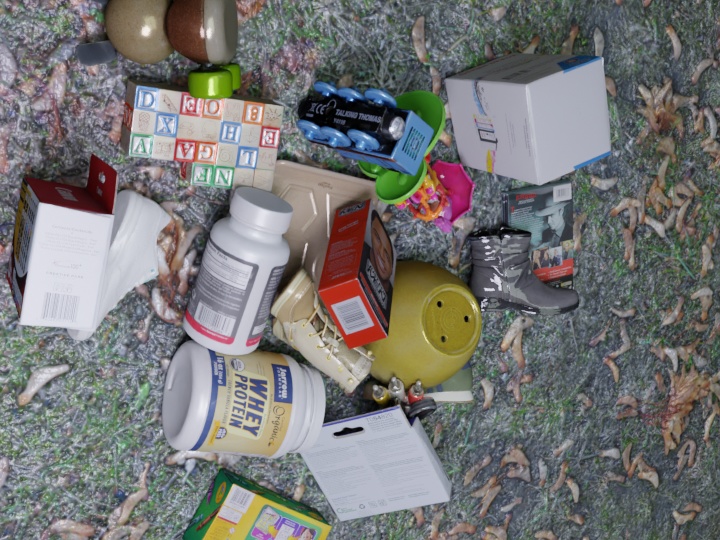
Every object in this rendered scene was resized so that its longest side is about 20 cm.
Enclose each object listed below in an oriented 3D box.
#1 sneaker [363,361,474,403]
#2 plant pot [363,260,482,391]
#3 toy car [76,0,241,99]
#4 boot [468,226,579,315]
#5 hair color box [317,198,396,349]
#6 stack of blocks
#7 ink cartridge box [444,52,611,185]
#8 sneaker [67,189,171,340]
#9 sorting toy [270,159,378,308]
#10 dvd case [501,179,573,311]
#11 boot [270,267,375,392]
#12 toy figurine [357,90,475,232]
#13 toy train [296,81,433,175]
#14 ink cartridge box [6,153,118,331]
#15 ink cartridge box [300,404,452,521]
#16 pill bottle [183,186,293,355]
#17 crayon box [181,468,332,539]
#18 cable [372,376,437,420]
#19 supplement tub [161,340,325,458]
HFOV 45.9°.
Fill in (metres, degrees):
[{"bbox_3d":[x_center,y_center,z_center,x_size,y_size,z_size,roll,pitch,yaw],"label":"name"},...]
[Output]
[{"bbox_3d":[0.095,0.164,1.365,0.196,0.067,0.092,5,85,-24],"label":"sneaker"},{"bbox_3d":[0.103,0.079,1.263,0.196,0.142,0.205,2,84,-22],"label":"plant pot"},{"bbox_3d":[-0.251,-0.303,1.038,0.195,0.158,0.168,0,108,-1],"label":"toy car"},{"bbox_3d":[0.270,-0.001,1.385,0.195,0.070,0.135,1,103,-10],"label":"boot"},{"bbox_3d":[0.000,0.000,1.154,0.060,0.202,0.103,-18,121,17],"label":"hair color box"},{"bbox_3d":[-0.207,-0.173,1.107,0.196,0.058,0.118,3,107,-29],"label":"stack of blocks"},{"bbox_3d":[0.247,-0.232,1.267,0.145,0.199,0.148,-23,114,-22],"label":"ink cartridge box"},{"bbox_3d":[-0.306,0.004,1.100,0.088,0.075,0.203,27,87,-42],"label":"sneaker"},{"bbox_3d":[-0.071,-0.048,1.237,0.182,0.036,0.204,9,102,-30],"label":"sorting toy"},{"bbox_3d":[0.303,-0.043,1.448,0.143,0.022,0.205,-13,109,-26],"label":"dvd case"},{"bbox_3d":[-0.048,0.088,1.157,0.155,0.201,0.073,38,66,10],"label":"boot"},{"bbox_3d":[0.102,-0.126,1.242,0.148,0.203,0.184,-22,136,25],"label":"toy figurine"},{"bbox_3d":[-0.001,-0.192,1.150,0.114,0.198,0.088,31,81,-45],"label":"toy train"},{"bbox_3d":[-0.348,-0.046,0.984,0.082,0.199,0.180,8,99,-28],"label":"ink cartridge box"},{"bbox_3d":[0.015,0.285,1.290,0.196,0.041,0.202,-16,119,21],"label":"ink cartridge box"},{"bbox_3d":[-0.157,-0.001,1.127,0.109,0.111,0.203,11,110,-30],"label":"pill bottle"},{"bbox_3d":[-0.153,0.396,1.281,0.198,0.058,0.120,33,86,-31],"label":"crayon box"},{"bbox_3d":[0.067,0.219,1.307,0.095,0.201,0.051,-2,61,0],"label":"cable"},{"bbox_3d":[-0.161,0.181,1.175,0.196,0.144,0.148,12,97,-30],"label":"supplement tub"}]
